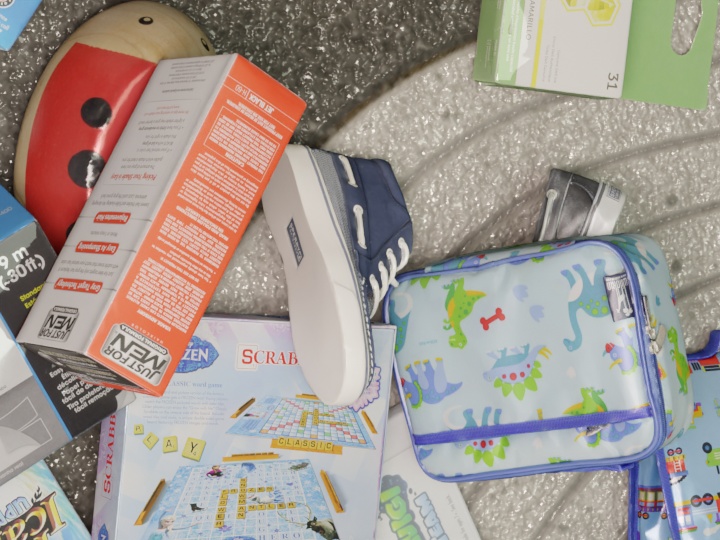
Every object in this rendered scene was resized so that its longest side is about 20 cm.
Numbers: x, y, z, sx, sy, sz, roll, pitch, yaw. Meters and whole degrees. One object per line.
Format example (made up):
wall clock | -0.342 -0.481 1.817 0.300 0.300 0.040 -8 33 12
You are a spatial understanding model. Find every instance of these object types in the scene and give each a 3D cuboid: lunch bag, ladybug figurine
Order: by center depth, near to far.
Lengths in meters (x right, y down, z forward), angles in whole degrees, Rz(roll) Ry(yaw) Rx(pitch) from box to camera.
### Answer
ladybug figurine | -0.149 -0.075 1.378 0.136 0.072 0.200 15 90 -26
lunch bag | 0.121 0.062 1.454 0.082 0.200 0.161 -17 98 -59
lunch bag | 0.278 0.144 1.611 0.150 0.094 0.200 -4 89 -22

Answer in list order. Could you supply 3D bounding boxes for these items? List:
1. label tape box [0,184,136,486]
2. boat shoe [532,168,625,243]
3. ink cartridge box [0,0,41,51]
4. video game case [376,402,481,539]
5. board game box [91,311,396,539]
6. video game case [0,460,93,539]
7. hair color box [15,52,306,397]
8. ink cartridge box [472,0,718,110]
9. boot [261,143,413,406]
label tape box | -0.251 0.030 1.308 0.144 0.063 0.200 -33 108 -17
boat shoe | 0.123 0.025 1.529 0.068 0.072 0.200 21 101 3
ink cartridge box | -0.220 -0.251 1.333 0.116 0.067 0.200 36 81 -25
video game case | 0.003 0.220 1.520 0.182 0.024 0.200 -29 107 -19
board game box | -0.078 0.128 1.429 0.200 0.041 0.200 5 93 -31
video game case | -0.295 0.161 1.364 0.200 0.045 0.181 -35 110 -17
hair color box | -0.120 -0.029 1.281 0.061 0.101 0.200 34 75 -29
ink cartridge box | 0.184 -0.195 1.540 0.200 0.048 0.146 5 94 -23
boot | 0.000 0.000 1.418 0.090 0.073 0.200 4 55 -27
